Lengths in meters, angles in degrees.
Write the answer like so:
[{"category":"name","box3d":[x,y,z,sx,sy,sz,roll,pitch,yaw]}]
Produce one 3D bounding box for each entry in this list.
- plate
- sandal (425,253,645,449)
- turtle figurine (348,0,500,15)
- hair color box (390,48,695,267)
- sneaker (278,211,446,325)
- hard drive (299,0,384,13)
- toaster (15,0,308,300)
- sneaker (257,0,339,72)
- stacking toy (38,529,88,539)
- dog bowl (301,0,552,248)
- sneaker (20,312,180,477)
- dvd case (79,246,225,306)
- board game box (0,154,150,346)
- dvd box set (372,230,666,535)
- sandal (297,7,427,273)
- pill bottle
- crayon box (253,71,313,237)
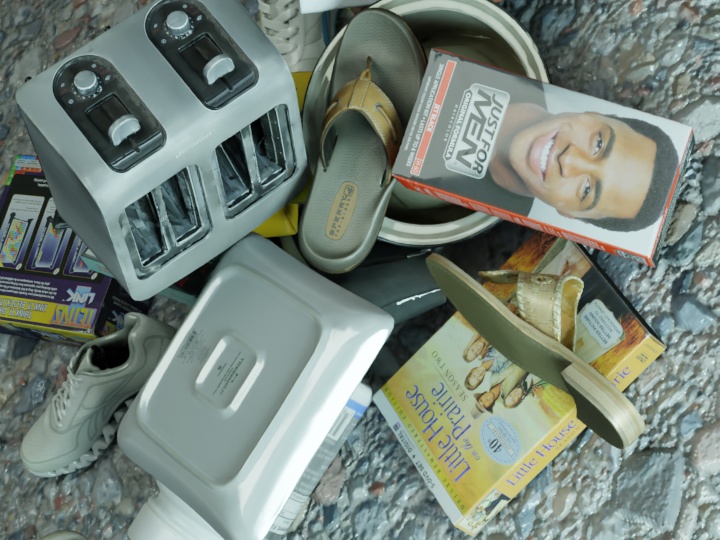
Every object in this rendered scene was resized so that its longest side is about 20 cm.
[{"category":"plate","box3d":[-0.090,0.081,1.439,0.200,0.032,0.201,30,89,48]},{"category":"sandal","box3d":[0.139,0.038,1.372,0.069,0.078,0.212,-39,53,-11]},{"category":"turtle figurine","box3d":[0.044,-0.211,1.622,0.199,0.064,0.162,-35,50,11]},{"category":"hair color box","box3d":[0.133,-0.082,1.408,0.198,0.061,0.102,18,87,13]},{"category":"sneaker","box3d":[0.000,0.000,1.554,0.105,0.075,0.200,-20,31,-6]},{"category":"hard drive","box3d":[0.049,-0.248,1.559,0.198,0.027,0.132,-7,27,1]},{"category":"toaster","box3d":[-0.145,-0.093,1.451,0.180,0.201,0.119,-34,64,-15]},{"category":"sneaker","box3d":[-0.061,-0.225,1.709,0.076,0.081,0.202,-7,64,36]},{"category":"stacking toy","box3d":[-0.188,0.281,1.550,0.199,0.085,0.086,22,82,39]},{"category":"dog bowl","box3d":[0.059,-0.112,1.503,0.198,0.074,0.202,-2,82,16]},{"category":"sneaker","box3d":[-0.230,0.103,1.676,0.200,0.081,0.075,-40,49,19]},{"category":"dvd case","box3d":[-0.126,-0.064,1.626,0.145,0.022,0.200,17,59,39]},{"category":"board game box","box3d":[-0.264,-0.018,1.787,0.199,0.057,0.167,7,74,42]},{"category":"dvd box set","box3d":[0.112,0.075,1.432,0.200,0.029,0.147,-45,46,12]},{"category":"sandal","box3d":[-0.004,-0.099,1.452,0.081,0.055,0.202,19,88,17]},{"category":"pill bottle","box3d":[-0.088,0.146,1.505,0.114,0.114,0.201,35,91,45]},{"category":"crayon box","box3d":[-0.119,-0.089,1.569,0.198,0.051,0.128,-4,62,11]}]
